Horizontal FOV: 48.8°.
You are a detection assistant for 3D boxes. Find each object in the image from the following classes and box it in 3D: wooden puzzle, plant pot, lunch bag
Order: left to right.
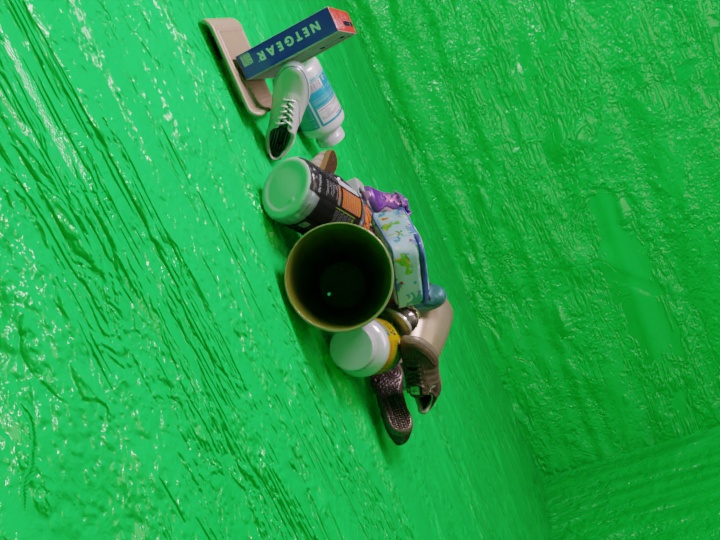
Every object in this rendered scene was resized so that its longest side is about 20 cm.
[{"bbox_3d":[-0.232,-0.394,1.538,0.200,0.037,0.185,62,15,-13],"label":"wooden puzzle"},{"bbox_3d":[-0.035,0.022,1.440,0.200,0.187,0.187,81,-10,-84],"label":"plant pot"},{"bbox_3d":[0.079,-0.025,1.611,0.200,0.082,0.161,-115,-165,-62],"label":"lunch bag"},{"bbox_3d":[0.110,0.166,1.796,0.200,0.187,0.187,-78,147,-47],"label":"plant pot"}]

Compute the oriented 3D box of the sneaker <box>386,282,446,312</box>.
[{"bbox_3d":[0.090,0.041,1.743,0.080,0.200,0.071,85,10,-47],"label":"sneaker"}]

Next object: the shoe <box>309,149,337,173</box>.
[{"bbox_3d":[-0.098,-0.202,1.746,0.200,0.053,0.070,-70,154,-54],"label":"shoe"}]

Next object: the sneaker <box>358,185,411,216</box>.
[{"bbox_3d":[0.063,-0.157,1.870,0.200,0.088,0.081,34,38,-63],"label":"sneaker"}]

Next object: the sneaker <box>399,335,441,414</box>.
[{"bbox_3d":[0.119,0.208,1.563,0.200,0.070,0.076,64,35,-45],"label":"sneaker"}]

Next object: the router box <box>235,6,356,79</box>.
[{"bbox_3d":[-0.119,-0.434,1.526,0.049,0.200,0.180,64,15,-9],"label":"router box"}]

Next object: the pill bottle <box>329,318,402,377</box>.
[{"bbox_3d":[0.010,0.145,1.514,0.200,0.113,0.113,14,56,-73],"label":"pill bottle"}]

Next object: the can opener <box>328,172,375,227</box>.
[{"bbox_3d":[-0.004,-0.133,1.720,0.200,0.063,0.079,45,43,-16],"label":"can opener"}]

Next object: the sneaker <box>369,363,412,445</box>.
[{"bbox_3d":[0.058,0.267,1.640,0.076,0.070,0.200,94,-12,-47],"label":"sneaker"}]

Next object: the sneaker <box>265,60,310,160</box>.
[{"bbox_3d":[-0.138,-0.297,1.513,0.071,0.073,0.200,-89,-170,-50],"label":"sneaker"}]

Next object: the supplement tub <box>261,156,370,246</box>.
[{"bbox_3d":[-0.075,-0.117,1.462,0.200,0.122,0.123,28,41,-50],"label":"supplement tub"}]

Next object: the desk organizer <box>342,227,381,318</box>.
[{"bbox_3d":[0.000,0.000,1.656,0.077,0.072,0.200,-92,177,-62],"label":"desk organizer"}]

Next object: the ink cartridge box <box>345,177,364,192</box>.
[{"bbox_3d":[0.002,-0.098,1.909,0.148,0.086,0.200,42,28,-61],"label":"ink cartridge box"}]

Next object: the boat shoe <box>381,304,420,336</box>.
[{"bbox_3d":[0.089,0.098,1.647,0.072,0.059,0.200,56,-10,2],"label":"boat shoe"}]

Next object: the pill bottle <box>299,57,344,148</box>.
[{"bbox_3d":[-0.109,-0.384,1.839,0.111,0.111,0.200,-91,157,-55],"label":"pill bottle"}]
